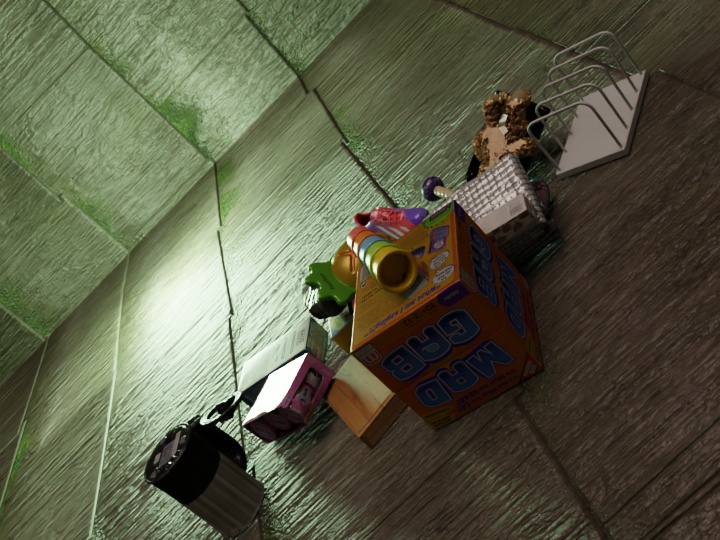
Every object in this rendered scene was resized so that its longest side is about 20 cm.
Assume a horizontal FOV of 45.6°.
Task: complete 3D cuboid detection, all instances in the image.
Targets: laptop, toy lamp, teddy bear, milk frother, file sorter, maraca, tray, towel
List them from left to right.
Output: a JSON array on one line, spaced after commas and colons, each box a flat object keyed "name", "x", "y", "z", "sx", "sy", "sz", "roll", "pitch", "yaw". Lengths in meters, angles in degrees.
[{"name": "milk frother", "x": -0.236, "y": 0.332, "z": 1.494, "sx": 0.198, "sy": 0.188, "sz": 0.182, "roll": -25, "pitch": 33, "yaw": 39}, {"name": "maraca", "x": 0.000, "y": 0.000, "z": 1.473, "sx": 0.197, "sy": 0.109, "sz": 0.137, "roll": -22, "pitch": 42, "yaw": -27}, {"name": "tray", "x": 0.002, "y": 0.215, "z": 1.458, "sx": 0.099, "sy": 0.037, "sz": 0.200, "roll": -50, "pitch": 24, "yaw": -4}, {"name": "toy lamp", "x": 0.182, "y": -0.146, "z": 1.670, "sx": 0.058, "sy": 0.058, "sz": 0.200, "roll": -48, "pitch": 25, "yaw": -2}, {"name": "towel", "x": 0.216, "y": -0.072, "z": 1.416, "sx": 0.199, "sy": 0.085, "sz": 0.168, "roll": -38, "pitch": 50, "yaw": 22}, {"name": "teddy bear", "x": 0.257, "y": -0.228, "z": 1.530, "sx": 0.143, "sy": 0.066, "sz": 0.204, "roll": -17, "pitch": 66, "yaw": 33}, {"name": "laptop", "x": 0.275, "y": -0.237, "z": 1.621, "sx": 0.199, "sy": 0.102, "sz": 0.180, "roll": 31, "pitch": 107, "yaw": 43}, {"name": "file sorter", "x": 0.385, "y": -0.287, "z": 1.462, "sx": 0.138, "sy": 0.124, "sz": 0.202, "roll": -18, "pitch": 37, "yaw": 46}]

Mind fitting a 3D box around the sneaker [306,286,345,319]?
[{"name": "sneaker", "x": -0.032, "y": 0.014, "z": 1.581, "sx": 0.200, "sy": 0.076, "sz": 0.114, "roll": -52, "pitch": 13, "yaw": -29}]

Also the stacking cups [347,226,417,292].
[{"name": "stacking cups", "x": 0.020, "y": -0.022, "z": 1.255, "sx": 0.061, "sy": 0.060, "sz": 0.200, "roll": -48, "pitch": 23, "yaw": -2}]

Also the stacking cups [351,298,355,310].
[{"name": "stacking cups", "x": 0.040, "y": 0.114, "z": 1.456, "sx": 0.060, "sy": 0.060, "sz": 0.201, "roll": -43, "pitch": 40, "yaw": 7}]

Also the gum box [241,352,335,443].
[{"name": "gum box", "x": -0.131, "y": 0.234, "z": 1.562, "sx": 0.199, "sy": 0.066, "sz": 0.115, "roll": -36, "pitch": 23, "yaw": 55}]

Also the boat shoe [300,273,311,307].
[{"name": "boat shoe", "x": -0.049, "y": 0.020, "z": 1.813, "sx": 0.199, "sy": 0.071, "sz": 0.063, "roll": -32, "pitch": 53, "yaw": 39}]

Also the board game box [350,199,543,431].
[{"name": "board game box", "x": 0.125, "y": 0.067, "z": 1.274, "sx": 0.199, "sy": 0.200, "sz": 0.201, "roll": -34, "pitch": 27, "yaw": 25}]

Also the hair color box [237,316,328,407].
[{"name": "hair color box", "x": -0.156, "y": 0.189, "z": 1.725, "sx": 0.199, "sy": 0.060, "sz": 0.101, "roll": -36, "pitch": 27, "yaw": 26}]

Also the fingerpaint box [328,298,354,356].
[{"name": "fingerpaint box", "x": 0.015, "y": 0.046, "z": 1.640, "sx": 0.166, "sy": 0.073, "sz": 0.201, "roll": -41, "pitch": 25, "yaw": 14}]

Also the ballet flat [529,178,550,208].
[{"name": "ballet flat", "x": 0.244, "y": -0.092, "z": 1.490, "sx": 0.198, "sy": 0.068, "sz": 0.073, "roll": -24, "pitch": 52, "yaw": 41}]

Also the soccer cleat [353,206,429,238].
[{"name": "soccer cleat", "x": 0.062, "y": -0.103, "z": 1.782, "sx": 0.198, "sy": 0.073, "sz": 0.069, "roll": -11, "pitch": 43, "yaw": 53}]

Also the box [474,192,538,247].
[{"name": "box", "x": 0.185, "y": -0.048, "z": 1.340, "sx": 0.198, "sy": 0.039, "sz": 0.042, "roll": -33, "pitch": 38, "yaw": 25}]
